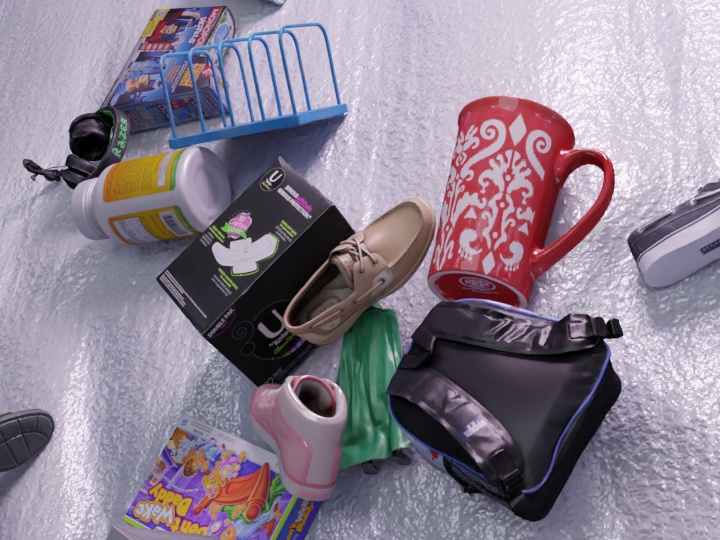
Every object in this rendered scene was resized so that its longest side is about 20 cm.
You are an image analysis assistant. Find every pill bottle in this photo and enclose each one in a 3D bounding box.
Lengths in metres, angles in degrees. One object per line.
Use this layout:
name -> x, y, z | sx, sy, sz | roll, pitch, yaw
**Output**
pill bottle -> -0.281, -0.094, 1.437 | 0.198, 0.111, 0.112 | -7, 55, 26

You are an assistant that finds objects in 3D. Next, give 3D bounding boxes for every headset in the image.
headset -> -0.409, -0.170, 1.573 | 0.199, 0.093, 0.125 | -21, 54, 45

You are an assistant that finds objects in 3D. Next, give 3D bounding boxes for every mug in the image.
mug -> 0.158, -0.068, 1.138 | 0.177, 0.133, 0.202 | -12, 54, 50

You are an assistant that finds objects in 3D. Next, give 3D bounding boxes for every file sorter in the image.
file sorter -> -0.142, -0.240, 1.408 | 0.198, 0.124, 0.139 | -6, 11, 27

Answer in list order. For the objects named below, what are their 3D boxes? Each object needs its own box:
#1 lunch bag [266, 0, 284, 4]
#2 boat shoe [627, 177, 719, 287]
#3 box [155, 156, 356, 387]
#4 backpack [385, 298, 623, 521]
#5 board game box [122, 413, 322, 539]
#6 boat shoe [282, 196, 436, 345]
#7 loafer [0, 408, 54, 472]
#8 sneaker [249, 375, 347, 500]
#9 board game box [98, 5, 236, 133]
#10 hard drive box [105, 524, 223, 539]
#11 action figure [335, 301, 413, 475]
lunch bag -> -0.141, -0.524, 1.648 | 0.170, 0.122, 0.201 | 26, 80, 41
boat shoe -> 0.357, -0.059, 1.064 | 0.199, 0.072, 0.068 | -32, 49, 18
box -> -0.098, 0.006, 1.233 | 0.200, 0.149, 0.124 | -44, 47, -3
backpack -> 0.128, 0.121, 1.017 | 0.189, 0.155, 0.201 | 26, 66, 29
board game box -> -0.146, 0.250, 1.163 | 0.198, 0.045, 0.135 | 15, 68, 37
boat shoe -> 0.000, 0.000, 1.147 | 0.200, 0.064, 0.071 | -48, 61, 9
loafer -> -0.473, 0.221, 1.324 | 0.199, 0.073, 0.063 | -31, 34, -33
sneaker -> -0.061, 0.141, 1.120 | 0.200, 0.074, 0.106 | -129, 47, -63
board game box -> -0.257, -0.292, 1.596 | 0.198, 0.062, 0.202 | 8, 63, 33
hard drive box -> -0.196, 0.353, 1.017 | 0.076, 0.155, 0.202 | 22, 89, 38
action figure -> 0.017, 0.112, 1.155 | 0.117, 0.055, 0.202 | -18, 55, 22
